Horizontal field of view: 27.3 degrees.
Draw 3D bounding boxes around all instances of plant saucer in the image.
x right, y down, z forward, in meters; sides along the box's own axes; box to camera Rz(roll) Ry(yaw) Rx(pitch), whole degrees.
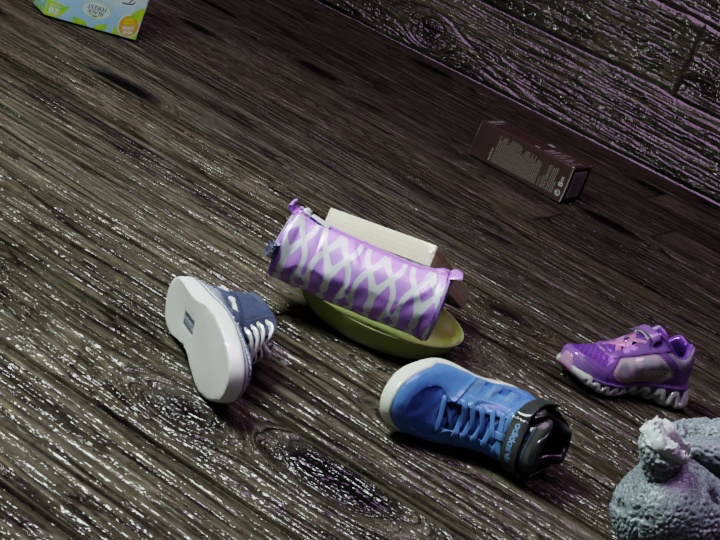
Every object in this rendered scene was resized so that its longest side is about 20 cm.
[{"bbox_3d":[0.017,0.046,1.627,0.198,0.031,0.200,22,16,-7],"label":"plant saucer"}]

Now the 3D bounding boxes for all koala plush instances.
[{"bbox_3d":[0.282,0.207,1.281,0.183,0.179,0.199,22,13,39],"label":"koala plush"}]

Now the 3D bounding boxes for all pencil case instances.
[{"bbox_3d":[0.000,0.000,1.543,0.198,0.086,0.084,24,16,-4],"label":"pencil case"}]

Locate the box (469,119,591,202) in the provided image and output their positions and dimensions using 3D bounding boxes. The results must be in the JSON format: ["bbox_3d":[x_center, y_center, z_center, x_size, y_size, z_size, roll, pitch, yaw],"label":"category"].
[{"bbox_3d":[0.307,-0.199,2.679,0.199,0.076,0.100,29,18,23],"label":"box"}]

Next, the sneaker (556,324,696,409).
[{"bbox_3d":[0.321,0.102,1.761,0.198,0.089,0.081,11,22,-31],"label":"sneaker"}]

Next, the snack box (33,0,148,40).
[{"bbox_3d":[-0.413,-0.491,2.387,0.167,0.202,0.068,10,21,-34],"label":"snack box"}]

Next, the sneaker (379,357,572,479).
[{"bbox_3d":[0.117,0.141,1.387,0.199,0.077,0.111,17,7,-42],"label":"sneaker"}]

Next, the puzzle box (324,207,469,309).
[{"bbox_3d":[0.044,-0.011,1.678,0.132,0.026,0.200,20,-9,18],"label":"puzzle box"}]

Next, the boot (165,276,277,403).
[{"bbox_3d":[-0.109,0.060,1.339,0.089,0.073,0.200,9,21,-24],"label":"boot"}]
